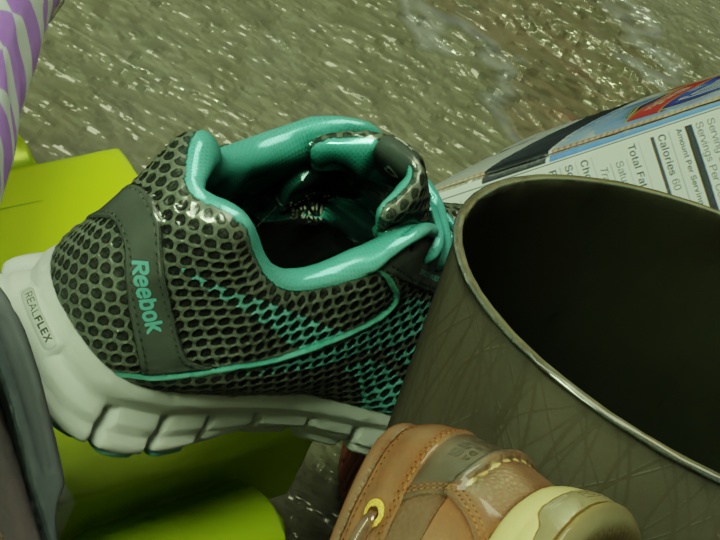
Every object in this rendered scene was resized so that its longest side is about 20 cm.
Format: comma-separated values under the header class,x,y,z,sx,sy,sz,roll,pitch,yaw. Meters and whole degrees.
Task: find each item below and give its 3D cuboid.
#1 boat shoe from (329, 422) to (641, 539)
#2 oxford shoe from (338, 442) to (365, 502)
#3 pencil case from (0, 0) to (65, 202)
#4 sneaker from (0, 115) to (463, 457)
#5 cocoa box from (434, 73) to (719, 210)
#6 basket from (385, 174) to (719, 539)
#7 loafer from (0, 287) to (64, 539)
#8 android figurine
class,x,y,z,sx,sy,sz,roll,pitch,yaw
boat shoe,-0.006,0.129,0.689,0.067,0.201,0.072,31,10,29
oxford shoe,0.038,0.042,0.988,0.074,0.071,0.200,27,30,-17
pencil case,-0.127,-0.037,0.815,0.086,0.084,0.201,50,31,-35
sneaker,0.000,0.000,0.779,0.199,0.091,0.078,-5,57,-47
cocoa box,0.112,0.008,0.955,0.134,0.131,0.200,71,19,-3
basket,0.060,0.097,0.781,0.180,0.200,0.136,18,30,-21
loafer,-0.098,0.097,0.704,0.063,0.072,0.201,-21,95,-51
android figurine,-0.097,0.029,0.850,0.199,0.041,0.182,-17,57,-36
